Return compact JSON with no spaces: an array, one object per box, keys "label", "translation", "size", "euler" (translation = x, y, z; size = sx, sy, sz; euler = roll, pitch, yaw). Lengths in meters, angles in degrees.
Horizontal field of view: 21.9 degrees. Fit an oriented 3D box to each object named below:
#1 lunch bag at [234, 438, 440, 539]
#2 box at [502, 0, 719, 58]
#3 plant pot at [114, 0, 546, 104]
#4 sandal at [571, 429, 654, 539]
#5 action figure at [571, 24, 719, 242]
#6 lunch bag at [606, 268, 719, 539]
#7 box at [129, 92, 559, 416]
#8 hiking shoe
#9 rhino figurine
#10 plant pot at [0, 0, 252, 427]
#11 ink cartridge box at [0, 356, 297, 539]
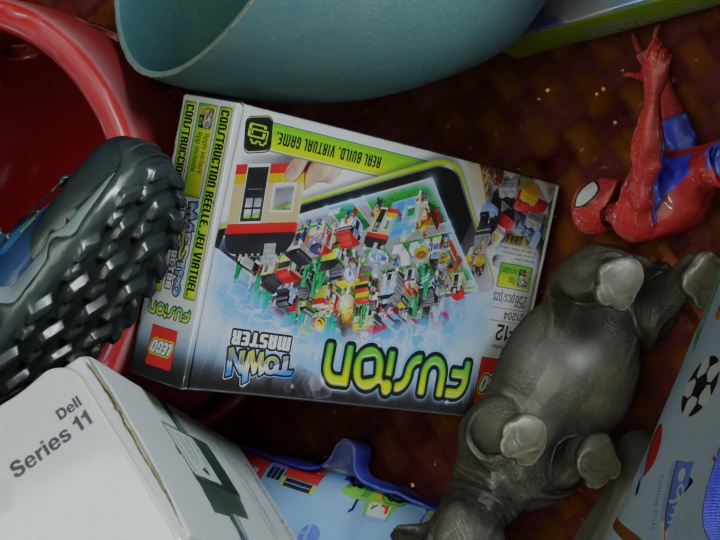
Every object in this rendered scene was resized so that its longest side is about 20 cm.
[{"label":"lunch bag","translation":[-0.034,0.173,0.843],"size":[0.149,0.094,0.202],"euler":[13,83,27]},{"label":"box","translation":[0.121,-0.170,0.806],"size":[0.198,0.048,0.123],"euler":[-12,82,22]},{"label":"plant pot","translation":[0.006,-0.149,0.737],"size":[0.200,0.134,0.202],"euler":[-39,41,45]},{"label":"sandal","translation":[0.069,0.152,0.789],"size":[0.054,0.082,0.202],"euler":[27,95,1]},{"label":"action figure","translation":[0.156,-0.072,0.756],"size":[0.199,0.065,0.100],"euler":[-23,81,43]},{"label":"lunch bag","translation":[0.182,0.051,0.649],"size":[0.123,0.200,0.171],"euler":[28,74,-11]},{"label":"box","translation":[0.000,0.000,0.770],"size":[0.035,0.199,0.111],"euler":[13,93,43]},{"label":"hiking shoe","translation":[-0.148,0.015,0.699],"size":[0.200,0.074,0.087],"euler":[-48,70,18]},{"label":"rhino figurine","translation":[0.072,0.070,0.779],"size":[0.060,0.087,0.201],"euler":[35,83,-10]},{"label":"plant pot","translation":[-0.128,-0.009,0.830],"size":[0.198,0.182,0.203],"euler":[-2,86,29]},{"label":"ink cartridge box","translation":[-0.113,0.124,0.736],"size":[0.146,0.200,0.083],"euler":[-36,70,2]}]
